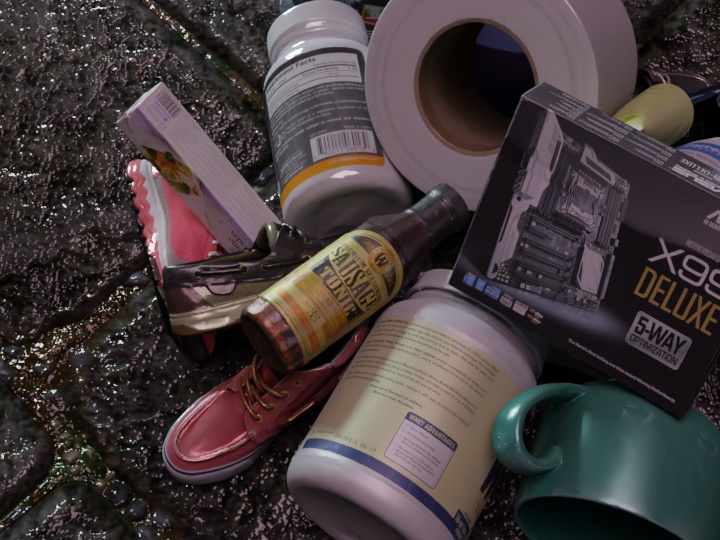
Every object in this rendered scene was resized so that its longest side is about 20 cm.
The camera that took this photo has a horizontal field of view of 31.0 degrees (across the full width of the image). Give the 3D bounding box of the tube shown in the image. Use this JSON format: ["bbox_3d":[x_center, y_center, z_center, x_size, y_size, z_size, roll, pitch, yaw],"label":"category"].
[{"bbox_3d":[0.214,-0.108,1.012,0.051,0.059,0.200,20,25,21],"label":"tube"}]

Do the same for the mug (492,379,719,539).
[{"bbox_3d":[0.194,0.143,0.957,0.150,0.186,0.116,7,59,29],"label":"mug"}]

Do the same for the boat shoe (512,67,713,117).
[{"bbox_3d":[0.237,-0.152,1.189,0.196,0.057,0.068,-11,61,-5],"label":"boat shoe"}]

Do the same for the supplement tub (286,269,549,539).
[{"bbox_3d":[0.049,0.115,0.996,0.143,0.146,0.201,26,65,14],"label":"supplement tub"}]

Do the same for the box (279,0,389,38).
[{"bbox_3d":[-0.004,-0.343,1.263,0.130,0.115,0.203,8,61,5],"label":"box"}]

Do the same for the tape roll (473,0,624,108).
[{"bbox_3d":[0.151,-0.260,1.234,0.196,0.085,0.203,0,60,0],"label":"tape roll"}]

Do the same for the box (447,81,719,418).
[{"bbox_3d":[0.178,-0.016,0.915,0.198,0.159,0.050,31,31,16],"label":"box"}]

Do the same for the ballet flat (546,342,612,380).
[{"bbox_3d":[0.191,0.053,1.073,0.198,0.070,0.070,30,65,16],"label":"ballet flat"}]

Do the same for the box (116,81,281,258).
[{"bbox_3d":[-0.122,-0.066,1.090,0.200,0.038,0.042,49,49,-16],"label":"box"}]

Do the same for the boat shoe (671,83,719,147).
[{"bbox_3d":[0.315,-0.122,1.152,0.197,0.069,0.085,-18,105,-8],"label":"boat shoe"}]

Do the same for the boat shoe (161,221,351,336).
[{"bbox_3d":[-0.066,-0.007,1.048,0.198,0.072,0.067,-21,104,-18],"label":"boat shoe"}]

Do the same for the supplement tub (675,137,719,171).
[{"bbox_3d":[0.246,-0.025,1.038,0.198,0.133,0.132,-22,59,-42],"label":"supplement tub"}]

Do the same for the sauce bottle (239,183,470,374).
[{"bbox_3d":[0.000,0.000,1.005,0.199,0.066,0.066,-38,67,-20],"label":"sauce bottle"}]

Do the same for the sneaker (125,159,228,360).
[{"bbox_3d":[-0.143,-0.021,1.114,0.085,0.074,0.202,-15,62,-9],"label":"sneaker"}]

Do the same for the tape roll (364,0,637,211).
[{"bbox_3d":[0.119,-0.164,1.080,0.201,0.205,0.139,29,26,16],"label":"tape roll"}]

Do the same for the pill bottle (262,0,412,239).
[{"bbox_3d":[-0.025,-0.131,1.148,0.114,0.117,0.203,-9,61,-4],"label":"pill bottle"}]

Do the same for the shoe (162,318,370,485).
[{"bbox_3d":[-0.076,0.092,1.041,0.198,0.091,0.072,-31,65,-15],"label":"shoe"}]
